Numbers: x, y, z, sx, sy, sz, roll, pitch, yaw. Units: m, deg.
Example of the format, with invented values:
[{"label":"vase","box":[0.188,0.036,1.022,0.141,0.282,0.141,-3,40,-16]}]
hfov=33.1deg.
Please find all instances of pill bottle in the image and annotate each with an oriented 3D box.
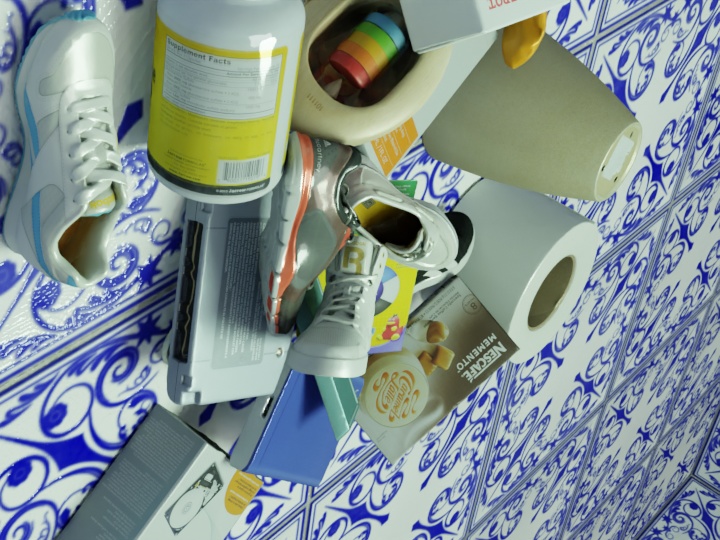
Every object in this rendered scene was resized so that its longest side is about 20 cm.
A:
[{"label":"pill bottle","box":[-0.101,-0.161,0.914,0.111,0.111,0.202,-29,141,-43]}]

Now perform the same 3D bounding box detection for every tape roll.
[{"label":"tape roll","box":[0.191,-0.003,1.540,0.202,0.138,0.205,-40,148,-32]}]

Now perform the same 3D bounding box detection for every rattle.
[{"label":"rattle","box":[0.126,-0.309,1.146,0.143,0.130,0.199,-47,150,10]}]

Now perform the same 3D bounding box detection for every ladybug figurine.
[{"label":"ladybug figurine","box":[0.001,-0.184,1.060,0.200,0.136,0.072,-44,178,-20]}]

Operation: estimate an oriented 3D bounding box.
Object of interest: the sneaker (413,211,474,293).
[{"label":"sneaker","box":[0.068,-0.038,1.368,0.199,0.073,0.113,-36,147,-35]}]

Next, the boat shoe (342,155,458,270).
[{"label":"boat shoe","box":[0.039,-0.038,1.163,0.071,0.070,0.200,-37,140,12]}]

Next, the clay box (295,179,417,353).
[{"label":"clay box","box":[0.000,0.000,1.266,0.113,0.048,0.202,-4,130,-17]}]

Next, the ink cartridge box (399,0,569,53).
[{"label":"ink cartridge box","box":[0.088,-0.299,1.015,0.144,0.084,0.203,-28,107,-45]}]

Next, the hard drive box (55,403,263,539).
[{"label":"hard drive box","box":[-0.206,0.254,1.205,0.201,0.076,0.156,-54,152,-8]}]

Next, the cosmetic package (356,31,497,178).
[{"label":"cosmetic package","box":[0.043,-0.195,1.167,0.201,0.071,0.102,-53,152,-12]}]

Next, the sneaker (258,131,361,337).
[{"label":"sneaker","box":[-0.039,-0.023,1.036,0.081,0.078,0.202,1,130,-16]}]

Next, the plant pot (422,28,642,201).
[{"label":"plant pot","box":[0.200,-0.163,1.325,0.187,0.199,0.189,-39,147,-31]}]

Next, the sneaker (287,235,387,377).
[{"label":"sneaker","box":[-0.019,0.027,1.095,0.200,0.072,0.118,-64,162,-81]}]

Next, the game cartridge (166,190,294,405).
[{"label":"game cartridge","box":[-0.109,0.017,1.101,0.132,0.040,0.203,-1,102,-46]}]

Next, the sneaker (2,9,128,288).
[{"label":"sneaker","box":[-0.199,-0.085,0.861,0.076,0.080,0.202,-22,135,-46]}]

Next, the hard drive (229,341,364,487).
[{"label":"hard drive","box":[-0.061,0.154,1.263,0.134,0.025,0.200,-66,158,-5]}]

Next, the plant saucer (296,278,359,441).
[{"label":"plant saucer","box":[-0.040,0.066,1.212,0.070,0.019,0.203,-60,135,-68]}]

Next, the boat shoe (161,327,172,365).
[{"label":"boat shoe","box":[-0.119,0.091,1.192,0.075,0.066,0.199,-56,153,-2]}]

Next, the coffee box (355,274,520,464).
[{"label":"coffee box","box":[0.074,0.114,1.419,0.199,0.115,0.080,-41,180,0]}]
